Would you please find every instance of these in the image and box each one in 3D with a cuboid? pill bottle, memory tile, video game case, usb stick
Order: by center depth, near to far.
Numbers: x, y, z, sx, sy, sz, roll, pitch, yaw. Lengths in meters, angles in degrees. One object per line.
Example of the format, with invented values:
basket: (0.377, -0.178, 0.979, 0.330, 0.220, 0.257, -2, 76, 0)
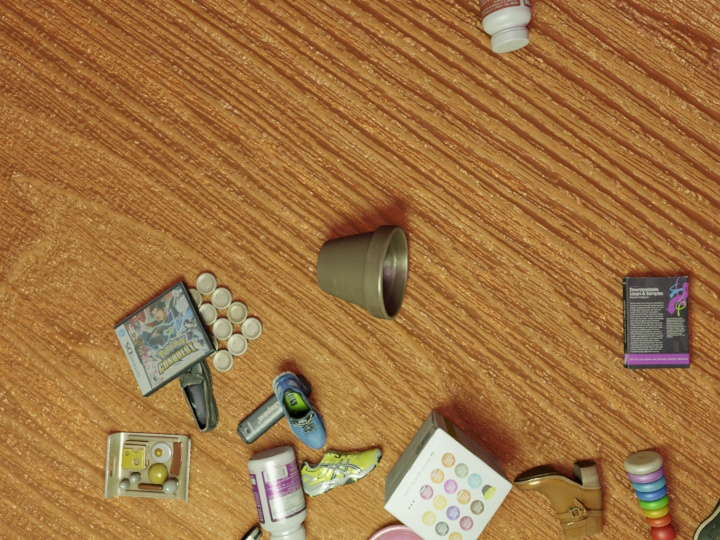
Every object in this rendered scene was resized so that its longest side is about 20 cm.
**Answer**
pill bottle: (0.317, -0.598, 1.636, 0.109, 0.112, 0.206, -9, 89, 2)
pill bottle: (-0.180, 0.507, 1.642, 0.109, 0.112, 0.206, -12, 89, 2)
video game case: (-0.446, 0.155, 1.675, 0.197, 0.025, 0.184, -32, 73, 6)
usb stick: (-0.197, 0.317, 1.685, 0.199, 0.033, 0.056, -40, 88, 2)
memory tile: (-0.335, 0.118, 1.703, 0.200, 0.017, 0.154, 43, 91, 3)

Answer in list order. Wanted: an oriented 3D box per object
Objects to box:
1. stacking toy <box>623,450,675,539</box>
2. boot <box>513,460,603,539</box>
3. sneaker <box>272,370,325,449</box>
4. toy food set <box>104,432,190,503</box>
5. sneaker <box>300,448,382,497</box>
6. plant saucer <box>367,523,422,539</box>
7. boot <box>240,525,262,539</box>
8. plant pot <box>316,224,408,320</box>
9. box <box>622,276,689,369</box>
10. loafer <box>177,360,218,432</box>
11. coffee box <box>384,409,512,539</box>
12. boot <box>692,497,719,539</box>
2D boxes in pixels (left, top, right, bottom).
stacking toy: (0.647, 0.510, 1.629, 0.083, 0.085, 0.206, -16, 95, 2)
boot: (0.445, 0.517, 1.641, 0.194, 0.077, 0.160, -8, 93, -5)
sneaker: (-0.133, 0.325, 1.633, 0.077, 0.089, 0.203, -29, 115, -2)
toy food set: (-0.483, 0.451, 1.682, 0.193, 0.060, 0.148, 3, 90, 2)
sneaker: (-0.045, 0.438, 1.656, 0.195, 0.075, 0.078, -23, 89, 1)
plant saucer: (0.091, 0.669, 1.658, 0.194, 0.051, 0.207, 0, 90, 2)
boot: (-0.239, 0.694, 1.661, 0.149, 0.073, 0.203, 34, 94, 4)
plant pot: (0.000, 0.000, 1.618, 0.170, 0.199, 0.207, 4, 89, 20)
box: (0.660, 0.116, 1.649, 0.138, 0.036, 0.207, 0, 90, 2)
loafer: (-0.373, 0.269, 1.678, 0.070, 0.063, 0.205, -20, 88, 2)
coffee box: (0.182, 0.456, 1.582, 0.196, 0.200, 0.202, 36, 91, 2)
boot: (0.791, 0.576, 1.584, 0.076, 0.138, 0.204, 25, 91, 3)
